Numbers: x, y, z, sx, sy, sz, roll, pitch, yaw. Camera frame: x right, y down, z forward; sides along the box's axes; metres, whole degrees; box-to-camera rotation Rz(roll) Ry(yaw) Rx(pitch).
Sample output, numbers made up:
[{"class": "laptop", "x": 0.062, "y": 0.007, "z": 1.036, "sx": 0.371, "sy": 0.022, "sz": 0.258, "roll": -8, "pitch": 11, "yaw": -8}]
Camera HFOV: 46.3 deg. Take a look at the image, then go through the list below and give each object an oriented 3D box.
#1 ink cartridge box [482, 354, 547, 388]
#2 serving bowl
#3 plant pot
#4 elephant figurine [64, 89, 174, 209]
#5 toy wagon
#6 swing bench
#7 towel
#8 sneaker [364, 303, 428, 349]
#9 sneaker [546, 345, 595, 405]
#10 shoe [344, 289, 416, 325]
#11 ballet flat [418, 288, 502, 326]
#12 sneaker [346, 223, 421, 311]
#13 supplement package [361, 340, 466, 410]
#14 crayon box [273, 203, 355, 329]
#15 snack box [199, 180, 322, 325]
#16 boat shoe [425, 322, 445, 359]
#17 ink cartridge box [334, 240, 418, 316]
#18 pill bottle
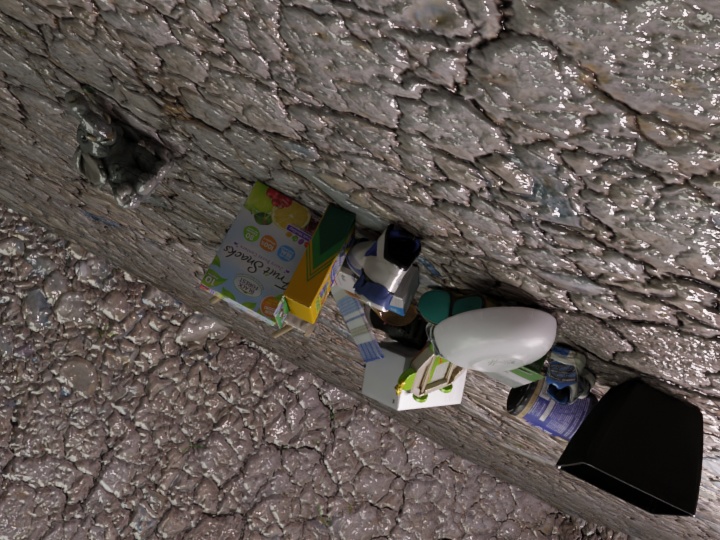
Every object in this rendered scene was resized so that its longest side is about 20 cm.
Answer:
[{"class": "ink cartridge box", "x": 0.285, "y": 0.167, "z": 1.599, "sx": 0.104, "sy": 0.059, "sz": 0.200, "roll": 26, "pitch": 166, "yaw": 0}, {"class": "serving bowl", "x": 0.221, "y": 0.122, "z": 1.370, "sx": 0.199, "sy": 0.066, "sz": 0.200, "roll": -2, "pitch": 158, "yaw": -1}, {"class": "plant pot", "x": 0.491, "y": 0.308, "z": 1.489, "sx": 0.199, "sy": 0.178, "sz": 0.200, "roll": 26, "pitch": 166, "yaw": 6}, {"class": "elephant figurine", "x": -0.435, "y": -0.212, "z": 1.467, "sx": 0.200, "sy": 0.155, "sz": 0.142, "roll": 40, "pitch": -153, "yaw": -11}, {"class": "toy wagon", "x": 0.143, "y": 0.197, "z": 1.689, "sx": 0.040, "sy": 0.199, "sz": 0.156, "roll": 47, "pitch": 138, "yaw": 36}, {"class": "swing bench", "x": -0.214, "y": 0.059, "z": 1.991, "sx": 0.199, "sy": 0.130, "sz": 0.200, "roll": 33, "pitch": 159, "yaw": -23}, {"class": "towel", "x": -0.010, "y": 0.091, "z": 1.712, "sx": 0.201, "sy": 0.024, "sz": 0.147, "roll": 65, "pitch": 166, "yaw": 3}, {"class": "sneaker", "x": 0.082, "y": 0.106, "z": 1.745, "sx": 0.099, "sy": 0.071, "sz": 0.200, "roll": 13, "pitch": 165, "yaw": 30}, {"class": "sneaker", "x": 0.369, "y": 0.204, "z": 1.527, "sx": 0.077, "sy": 0.085, "sz": 0.200, "roll": 18, "pitch": 164, "yaw": 31}, {"class": "shoe", "x": 0.039, "y": 0.046, "z": 1.641, "sx": 0.200, "sy": 0.070, "sz": 0.053, "roll": 35, "pitch": -156, "yaw": -41}, {"class": "ballet flat", "x": 0.175, "y": 0.070, "z": 1.454, "sx": 0.071, "sy": 0.071, "sz": 0.200, "roll": 33, "pitch": 165, "yaw": -24}, {"class": "sneaker", "x": 0.044, "y": -0.021, "z": 1.332, "sx": 0.080, "sy": 0.115, "sz": 0.200, "roll": 32, "pitch": -166, "yaw": -16}, {"class": "supplement package", "x": 0.119, "y": 0.222, "z": 1.814, "sx": 0.200, "sy": 0.118, "sz": 0.117, "roll": 2, "pitch": -169, "yaw": -42}, {"class": "crayon box", "x": -0.071, "y": 0.006, "z": 1.375, "sx": 0.051, "sy": 0.200, "sz": 0.126, "roll": 25, "pitch": 166, "yaw": 6}, {"class": "snack box", "x": -0.160, "y": -0.029, "z": 1.413, "sx": 0.142, "sy": 0.200, "sz": 0.053, "roll": 28, "pitch": 165, "yaw": -6}, {"class": "boat shoe", "x": 0.151, "y": 0.123, "z": 1.556, "sx": 0.064, "sy": 0.075, "sz": 0.202, "roll": 3, "pitch": -173, "yaw": 5}, {"class": "ink cartridge box", "x": 0.000, "y": 0.000, "z": 1.500, "sx": 0.199, "sy": 0.068, "sz": 0.116, "roll": 24, "pitch": 166, "yaw": 12}, {"class": "pill bottle", "x": 0.401, "y": 0.276, "z": 1.672, "sx": 0.200, "sy": 0.112, "sz": 0.112, "roll": 28, "pitch": 166, "yaw": -2}]
